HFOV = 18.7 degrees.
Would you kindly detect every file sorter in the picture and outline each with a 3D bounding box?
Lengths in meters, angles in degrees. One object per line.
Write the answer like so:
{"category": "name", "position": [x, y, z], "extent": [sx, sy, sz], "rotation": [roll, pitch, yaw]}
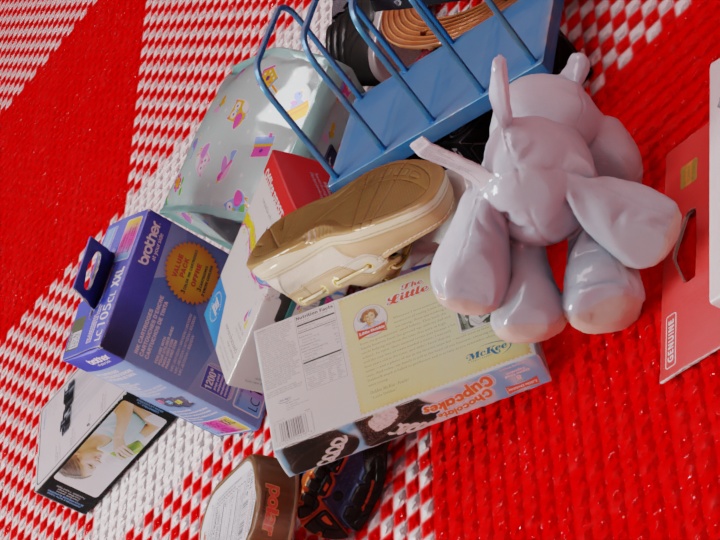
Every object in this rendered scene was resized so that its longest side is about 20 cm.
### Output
{"category": "file sorter", "position": [0.035, -0.178, 1.647], "extent": [0.200, 0.123, 0.139], "rotation": [-29, 23, 26]}

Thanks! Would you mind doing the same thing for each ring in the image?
{"category": "ring", "position": [0.104, -0.247, 1.798], "extent": [0.200, 0.019, 0.201], "rotation": [-29, 30, 18]}

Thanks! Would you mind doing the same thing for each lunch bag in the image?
{"category": "lunch bag", "position": [-0.075, -0.101, 1.935], "extent": [0.171, 0.122, 0.200], "rotation": [-66, 20, -10]}

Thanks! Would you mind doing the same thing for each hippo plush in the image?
{"category": "hippo plush", "position": [0.114, -0.056, 1.479], "extent": [0.159, 0.200, 0.161], "rotation": [-45, 16, 22]}

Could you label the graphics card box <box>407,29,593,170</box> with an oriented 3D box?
{"category": "graphics card box", "position": [0.082, -0.129, 1.714], "extent": [0.126, 0.051, 0.200], "rotation": [-48, 23, -14]}

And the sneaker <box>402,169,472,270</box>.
{"category": "sneaker", "position": [0.076, -0.037, 1.631], "extent": [0.200, 0.088, 0.076], "rotation": [176, 96, -68]}

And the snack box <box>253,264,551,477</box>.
{"category": "snack box", "position": [0.027, 0.060, 1.550], "extent": [0.199, 0.037, 0.116], "rotation": [-21, 47, 9]}

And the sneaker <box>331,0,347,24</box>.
{"category": "sneaker", "position": [-0.023, -0.307, 2.047], "extent": [0.075, 0.114, 0.201], "rotation": [-28, 41, 50]}

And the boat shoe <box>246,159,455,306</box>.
{"category": "boat shoe", "position": [0.004, -0.023, 1.595], "extent": [0.200, 0.069, 0.074], "rotation": [-19, 33, 46]}

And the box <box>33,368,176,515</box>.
{"category": "box", "position": [-0.229, 0.124, 2.064], "extent": [0.200, 0.060, 0.117], "rotation": [-46, 29, 28]}

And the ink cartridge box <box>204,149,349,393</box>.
{"category": "ink cartridge box", "position": [-0.052, -0.013, 1.733], "extent": [0.116, 0.067, 0.201], "rotation": [-116, 45, -59]}

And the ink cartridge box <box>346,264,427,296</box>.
{"category": "ink cartridge box", "position": [0.000, 0.000, 1.788], "extent": [0.200, 0.042, 0.119], "rotation": [-52, 27, 17]}

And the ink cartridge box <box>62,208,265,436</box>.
{"category": "ink cartridge box", "position": [-0.164, 0.041, 1.861], "extent": [0.076, 0.200, 0.137], "rotation": [-20, 48, 54]}

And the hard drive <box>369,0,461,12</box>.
{"category": "hard drive", "position": [0.105, -0.278, 1.734], "extent": [0.199, 0.038, 0.140], "rotation": [-5, 52, 13]}

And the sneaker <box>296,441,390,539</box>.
{"category": "sneaker", "position": [0.003, 0.101, 1.642], "extent": [0.200, 0.075, 0.078], "rotation": [-57, 23, 6]}

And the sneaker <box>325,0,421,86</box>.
{"category": "sneaker", "position": [0.022, -0.252, 1.959], "extent": [0.099, 0.071, 0.201], "rotation": [-8, 62, 54]}

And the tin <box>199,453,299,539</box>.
{"category": "tin", "position": [-0.092, 0.207, 1.686], "extent": [0.200, 0.042, 0.112], "rotation": [132, 152, -64]}

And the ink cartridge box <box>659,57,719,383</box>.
{"category": "ink cartridge box", "position": [0.239, -0.050, 1.385], "extent": [0.176, 0.045, 0.201], "rotation": [-36, 35, 41]}
